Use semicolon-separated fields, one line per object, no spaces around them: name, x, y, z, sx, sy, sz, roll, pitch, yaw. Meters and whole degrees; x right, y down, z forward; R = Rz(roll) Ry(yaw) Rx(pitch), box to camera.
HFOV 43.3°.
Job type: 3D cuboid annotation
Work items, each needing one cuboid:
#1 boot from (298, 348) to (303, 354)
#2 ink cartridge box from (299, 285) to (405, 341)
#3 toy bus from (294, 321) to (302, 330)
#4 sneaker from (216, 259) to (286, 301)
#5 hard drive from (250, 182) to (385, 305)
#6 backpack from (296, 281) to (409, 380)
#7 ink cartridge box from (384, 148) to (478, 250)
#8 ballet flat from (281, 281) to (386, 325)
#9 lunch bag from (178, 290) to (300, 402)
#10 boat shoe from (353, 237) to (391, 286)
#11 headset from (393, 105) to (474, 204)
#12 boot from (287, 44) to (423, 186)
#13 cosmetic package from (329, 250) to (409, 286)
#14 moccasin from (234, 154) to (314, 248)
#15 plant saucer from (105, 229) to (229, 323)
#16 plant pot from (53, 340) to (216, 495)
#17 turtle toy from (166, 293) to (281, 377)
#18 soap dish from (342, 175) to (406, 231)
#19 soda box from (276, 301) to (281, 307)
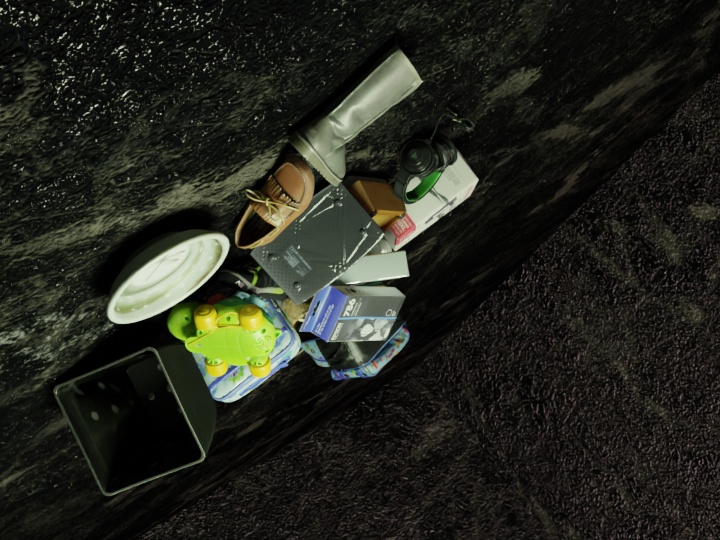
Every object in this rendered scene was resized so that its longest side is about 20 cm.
boot;-0.143;0.127;2.032;0.200;0.073;0.150;-40;166;12
ink cartridge box;-0.011;0.078;1.632;0.199;0.039;0.100;2;119;-45
toy bus;-0.169;0.102;1.855;0.065;0.078;0.200;-39;161;11
sneaker;-0.181;0.000;1.578;0.200;0.071;0.083;17;90;-68
hard drive;-0.072;-0.049;1.523;0.200;0.135;0.042;-39;-166;15
backpack;-0.029;0.129;1.809;0.199;0.135;0.183;-14;-159;46
ink cartridge box;0.126;-0.139;1.790;0.200;0.085;0.145;-37;174;-4
ballet flat;-0.046;0.065;1.681;0.198;0.066;0.071;-9;172;-9
lunch bag;-0.220;0.137;1.676;0.200;0.161;0.082;-36;164;0
boat shoe;-0.015;-0.001;1.970;0.200;0.072;0.068;-35;169;33
headset;0.132;-0.198;1.609;0.123;0.094;0.201;-24;145;-48
boot;0.003;-0.219;1.294;0.200;0.073;0.182;-45;168;2
cosmetic package;0.000;0.000;1.700;0.150;0.052;0.200;-10;179;-7
moccasin;-0.132;-0.097;1.336;0.078;0.074;0.201;-36;179;-43
plant saucer;-0.282;-0.003;1.289;0.200;0.050;0.200;-35;166;-10
plant pot;-0.351;0.227;1.525;0.198;0.201;0.177;-22;-175;15
turtle toy;-0.228;0.096;1.513;0.101;0.198;0.146;-82;171;-50
soap dish;-0.010;-0.093;1.623;0.157;0.081;0.200;-42;166;19
soda box;-0.103;0.039;1.853;0.064;0.069;0.200;-40;167;23
